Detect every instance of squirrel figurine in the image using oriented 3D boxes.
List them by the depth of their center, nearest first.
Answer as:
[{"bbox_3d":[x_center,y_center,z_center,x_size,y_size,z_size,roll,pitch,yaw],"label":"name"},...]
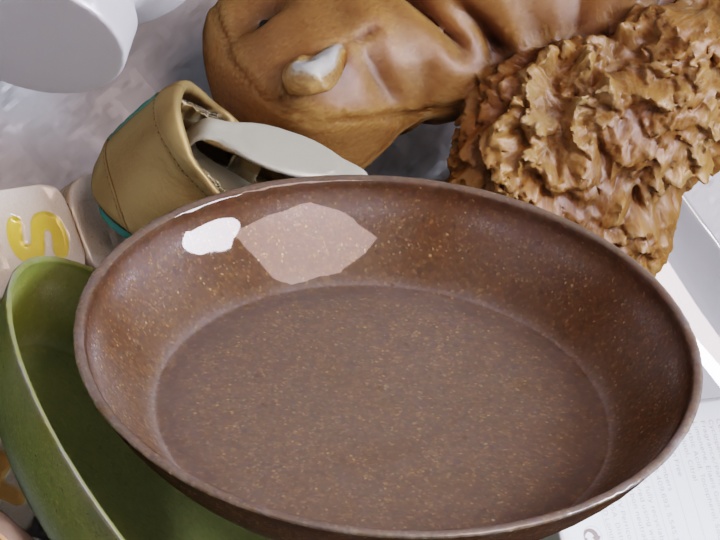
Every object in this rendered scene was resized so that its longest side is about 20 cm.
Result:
[{"bbox_3d":[0.046,-0.078,1.088,0.187,0.142,0.200,-32,69,-31],"label":"squirrel figurine"}]

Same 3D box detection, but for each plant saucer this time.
[{"bbox_3d":[0.008,0.035,0.937,0.200,0.037,0.200,3,34,-2],"label":"plant saucer"},{"bbox_3d":[-0.055,0.082,0.952,0.200,0.031,0.200,46,15,-16],"label":"plant saucer"}]

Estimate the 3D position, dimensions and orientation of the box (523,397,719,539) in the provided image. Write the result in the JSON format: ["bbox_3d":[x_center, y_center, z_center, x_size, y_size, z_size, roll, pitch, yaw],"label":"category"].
[{"bbox_3d":[0.116,0.106,1.048,0.200,0.124,0.098,-5,73,-35],"label":"box"}]

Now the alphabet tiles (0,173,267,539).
[{"bbox_3d":[-0.078,0.061,1.030,0.196,0.015,0.200,-11,77,-43],"label":"alphabet tiles"}]

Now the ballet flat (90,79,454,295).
[{"bbox_3d":[0.000,0.000,1.036,0.200,0.063,0.069,29,33,-9],"label":"ballet flat"}]

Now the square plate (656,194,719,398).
[{"bbox_3d":[0.094,0.058,1.150,0.198,0.028,0.200,-39,95,-37],"label":"square plate"}]

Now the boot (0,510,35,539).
[{"bbox_3d":[-0.105,0.151,0.907,0.075,0.074,0.200,-35,103,-27],"label":"boot"}]

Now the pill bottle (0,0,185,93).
[{"bbox_3d":[-0.096,-0.165,1.060,0.111,0.111,0.200,26,58,-23],"label":"pill bottle"}]
